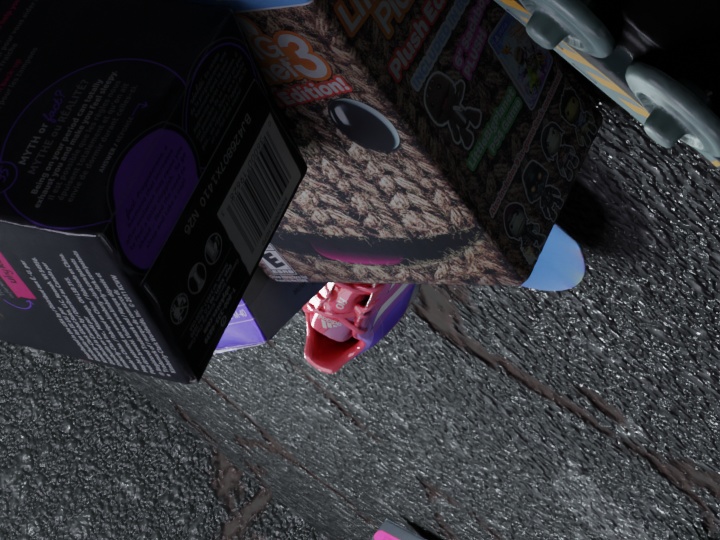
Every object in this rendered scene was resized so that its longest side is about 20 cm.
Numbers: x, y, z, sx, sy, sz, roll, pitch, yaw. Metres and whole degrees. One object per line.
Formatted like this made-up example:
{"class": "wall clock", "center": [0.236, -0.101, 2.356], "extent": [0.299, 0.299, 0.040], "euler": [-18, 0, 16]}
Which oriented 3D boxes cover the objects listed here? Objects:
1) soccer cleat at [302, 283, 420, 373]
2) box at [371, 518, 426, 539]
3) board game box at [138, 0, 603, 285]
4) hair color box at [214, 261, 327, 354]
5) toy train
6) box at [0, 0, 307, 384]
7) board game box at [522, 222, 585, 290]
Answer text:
{"class": "soccer cleat", "center": [0.000, 0.000, 1.209], "extent": [0.068, 0.073, 0.200], "euler": [32, 162, 7]}
{"class": "box", "center": [0.085, 0.382, 2.384], "extent": [0.122, 0.106, 0.200], "euler": [20, 156, 52]}
{"class": "board game box", "center": [-0.016, -0.092, 0.969], "extent": [0.158, 0.097, 0.200], "euler": [0, 142, 42]}
{"class": "hair color box", "center": [-0.079, -0.073, 1.078], "extent": [0.065, 0.109, 0.201], "euler": [-12, 114, 49]}
{"class": "toy train", "center": [0.085, -0.110, 0.778], "extent": [0.199, 0.085, 0.114], "euler": [38, 180, 0]}
{"class": "box", "center": [-0.143, -0.045, 0.923], "extent": [0.198, 0.123, 0.106], "euler": [12, 149, 28]}
{"class": "board game box", "center": [0.043, -0.063, 1.154], "extent": [0.200, 0.039, 0.158], "euler": [39, 164, -20]}
